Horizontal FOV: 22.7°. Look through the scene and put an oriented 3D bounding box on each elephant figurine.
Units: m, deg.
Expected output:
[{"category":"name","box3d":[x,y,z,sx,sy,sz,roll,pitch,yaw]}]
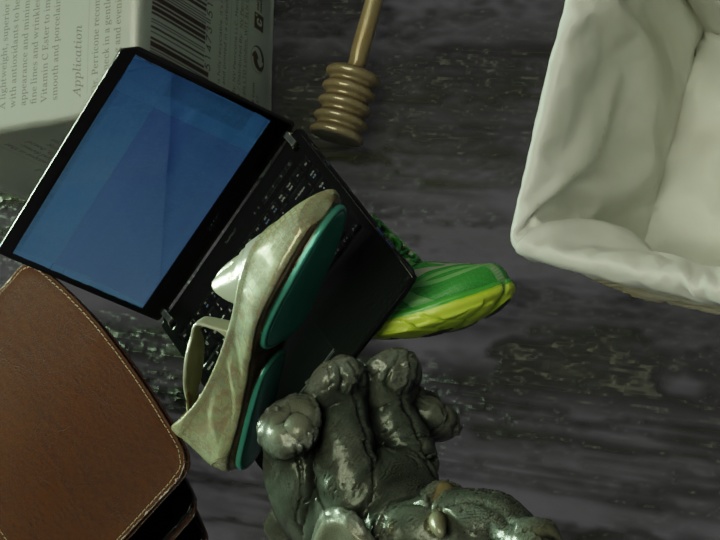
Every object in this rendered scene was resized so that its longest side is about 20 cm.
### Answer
[{"category":"elephant figurine","box3d":[0.025,0.155,1.028,0.141,0.156,0.201,-31,54,-5]}]

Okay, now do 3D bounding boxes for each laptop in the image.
[{"category":"laptop","box3d":[-0.096,-0.004,1.082,0.200,0.103,0.178,52,123,24]}]

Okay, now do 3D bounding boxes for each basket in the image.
[{"category":"basket","box3d":[0.213,-0.070,0.956,0.197,0.161,0.202,13,84,31]}]

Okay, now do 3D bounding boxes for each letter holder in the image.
[{"category":"letter holder","box3d":[-0.181,0.109,1.180,0.142,0.100,0.200,-48,61,9]}]

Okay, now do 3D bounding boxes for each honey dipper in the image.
[{"category":"honey dipper","box3d":[0.011,-0.182,1.177,0.038,0.038,0.202,12,82,30]}]

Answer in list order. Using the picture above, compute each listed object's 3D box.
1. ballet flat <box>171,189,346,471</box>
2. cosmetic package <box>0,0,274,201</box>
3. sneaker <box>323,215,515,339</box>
[{"category":"ballet flat","box3d":[-0.068,0.031,1.045,0.062,0.067,0.201,29,118,14]},{"category":"cosmetic package","box3d":[-0.182,-0.149,1.201,0.198,0.165,0.167,-5,75,27]},{"category":"sneaker","box3d":[0.000,0.000,1.113,0.198,0.074,0.084,2,92,30]}]
